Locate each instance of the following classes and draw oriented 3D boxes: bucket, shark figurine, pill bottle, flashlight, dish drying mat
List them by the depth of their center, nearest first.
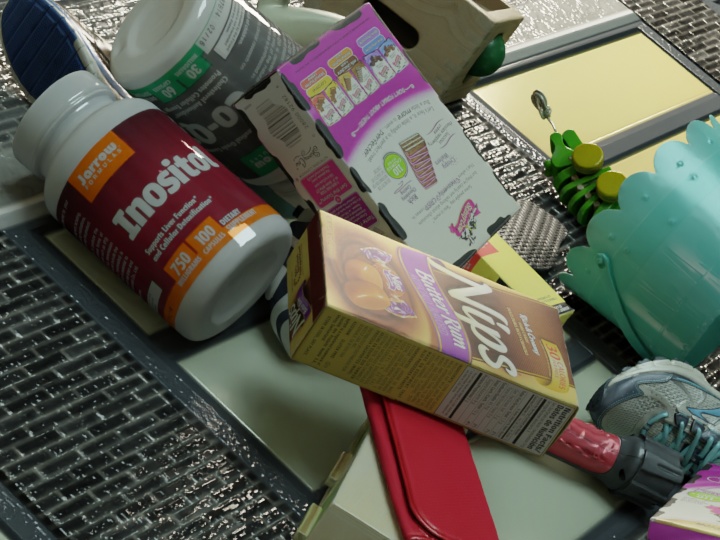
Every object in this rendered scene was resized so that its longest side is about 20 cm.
[{"bbox_3d":[0.043,0.117,1.411,0.077,0.018,0.200,18,33,-26],"label":"dish drying mat"},{"bbox_3d":[-0.156,-0.051,1.524,0.200,0.113,0.113,41,31,14],"label":"pill bottle"},{"bbox_3d":[0.155,0.123,1.609,0.200,0.068,0.068,25,30,-12],"label":"flashlight"},{"bbox_3d":[-0.088,-0.138,1.632,0.200,0.113,0.113,37,24,-31],"label":"pill bottle"},{"bbox_3d":[-0.026,-0.182,1.771,0.214,0.128,0.090,18,-7,2],"label":"shark figurine"},{"bbox_3d":[0.287,-0.017,1.813,0.135,0.207,0.207,45,32,15],"label":"bucket"}]

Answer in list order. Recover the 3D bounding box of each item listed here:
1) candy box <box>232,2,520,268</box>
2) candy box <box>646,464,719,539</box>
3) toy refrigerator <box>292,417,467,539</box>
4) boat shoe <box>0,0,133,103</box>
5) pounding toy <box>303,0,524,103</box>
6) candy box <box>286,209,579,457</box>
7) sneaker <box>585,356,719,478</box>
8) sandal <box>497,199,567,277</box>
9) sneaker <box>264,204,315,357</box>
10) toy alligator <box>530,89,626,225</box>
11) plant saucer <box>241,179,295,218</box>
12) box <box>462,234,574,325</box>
[{"bbox_3d":[0.015,-0.085,1.571,0.200,0.061,0.136,53,43,-4],"label":"candy box"},{"bbox_3d":[0.293,0.202,1.529,0.136,0.061,0.200,12,11,19],"label":"candy box"},{"bbox_3d":[0.014,0.147,1.433,0.070,0.076,0.200,32,30,-1],"label":"toy refrigerator"},{"bbox_3d":[-0.208,-0.143,1.661,0.200,0.072,0.072,52,29,12],"label":"boat shoe"},{"bbox_3d":[0.054,-0.214,1.968,0.200,0.142,0.184,39,16,6],"label":"pounding toy"},{"bbox_3d":[0.049,0.043,1.451,0.200,0.057,0.117,23,31,-20],"label":"candy box"},{"bbox_3d":[0.275,0.132,1.703,0.200,0.078,0.086,14,38,-30],"label":"sneaker"},{"bbox_3d":[0.137,-0.017,1.828,0.075,0.048,0.200,37,17,10],"label":"sandal"},{"bbox_3d":[0.000,0.000,1.628,0.199,0.080,0.130,-7,56,-35],"label":"sneaker"},{"bbox_3d":[0.202,-0.092,1.988,0.054,0.059,0.200,-30,59,-12],"label":"toy alligator"},{"bbox_3d":[-0.098,-0.121,1.766,0.200,0.027,0.200,23,31,-15],"label":"plant saucer"},{"bbox_3d":[0.080,-0.005,1.719,0.200,0.075,0.050,48,33,22],"label":"box"}]
